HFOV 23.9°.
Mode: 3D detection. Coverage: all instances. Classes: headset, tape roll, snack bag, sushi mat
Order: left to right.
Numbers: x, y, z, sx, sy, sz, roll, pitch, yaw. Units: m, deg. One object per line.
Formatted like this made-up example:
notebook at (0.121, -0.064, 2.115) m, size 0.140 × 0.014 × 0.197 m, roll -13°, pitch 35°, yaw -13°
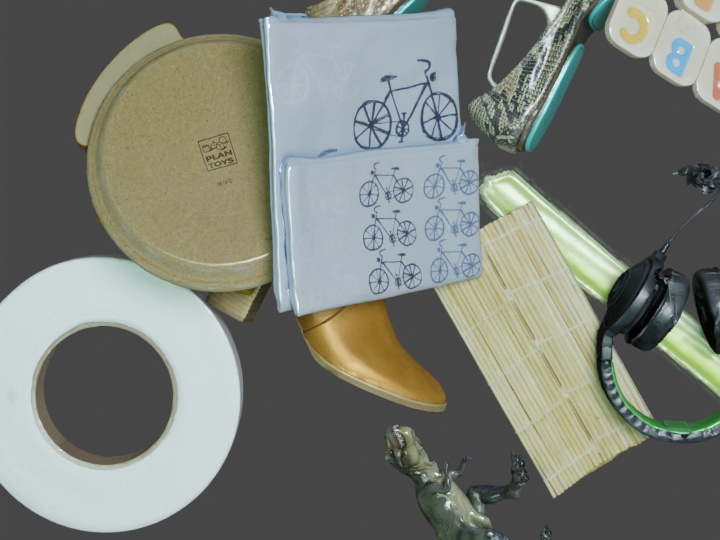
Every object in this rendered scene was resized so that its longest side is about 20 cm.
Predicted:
tape roll at (-0.186, 0.089, 1.239) m, size 0.201 × 0.037 × 0.205 m, roll 0°, pitch 94°, yaw 0°
snack bag at (0.012, -0.080, 1.162) m, size 0.188 × 0.021 × 0.202 m, roll -9°, pitch 99°, yaw -41°
sushi mat at (0.133, 0.058, 1.250) m, size 0.095 × 0.012 × 0.201 m, roll -30°, pitch 94°, yaw 1°
headset at (0.235, 0.025, 1.208) m, size 0.122 × 0.094 × 0.202 m, roll 3°, pitch 96°, yaw -1°

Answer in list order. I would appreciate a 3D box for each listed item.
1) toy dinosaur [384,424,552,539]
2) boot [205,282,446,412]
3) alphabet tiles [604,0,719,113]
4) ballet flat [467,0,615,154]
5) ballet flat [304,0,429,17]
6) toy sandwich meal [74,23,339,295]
toy dinosaur at (0.091, 0.188, 1.244) m, size 0.088 × 0.047 × 0.201 m, roll -26°, pitch 94°, yaw 16°
boot at (0.000, 0.000, 1.217) m, size 0.200 × 0.071 × 0.145 m, roll 28°, pitch 94°, yaw 2°
alphabet tiles at (0.251, -0.221, 1.192) m, size 0.199 × 0.015 × 0.197 m, roll 28°, pitch 78°, yaw -21°
ballet flat at (0.145, -0.179, 1.213) m, size 0.075 × 0.068 × 0.201 m, roll 38°, pitch 95°, yaw 13°
ballet flat at (0.040, -0.223, 1.207) m, size 0.200 × 0.071 × 0.065 m, roll -39°, pitch 79°, yaw -1°
toy sandwich meal at (-0.103, -0.074, 1.186) m, size 0.203 × 0.070 × 0.207 m, roll 1°, pitch 75°, yaw -2°
